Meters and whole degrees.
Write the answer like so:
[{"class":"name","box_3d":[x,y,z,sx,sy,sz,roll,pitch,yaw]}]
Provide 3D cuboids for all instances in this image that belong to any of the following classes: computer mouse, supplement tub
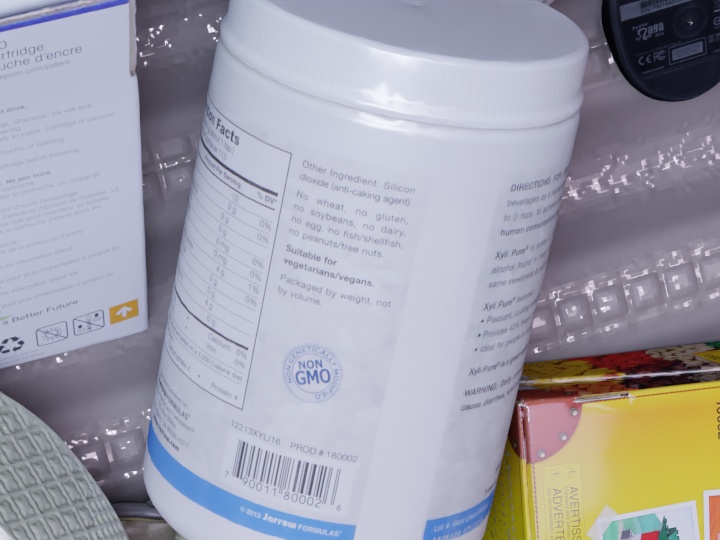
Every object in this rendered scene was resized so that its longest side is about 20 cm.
[{"class":"computer mouse","box_3d":[0.114,-0.151,0.983,0.058,0.034,0.201,-15,127,-12]},{"class":"supplement tub","box_3d":[0.000,0.000,0.930,0.131,0.132,0.201,7,110,-15]}]

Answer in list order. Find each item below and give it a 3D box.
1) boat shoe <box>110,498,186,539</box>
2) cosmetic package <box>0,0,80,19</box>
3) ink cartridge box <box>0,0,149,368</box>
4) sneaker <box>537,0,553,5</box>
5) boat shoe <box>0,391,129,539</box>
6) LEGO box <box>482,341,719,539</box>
[{"class":"boat shoe","box_3d":[-0.066,0.120,0.982,0.199,0.065,0.074,0,95,-15]},{"class":"cosmetic package","box_3d":[-0.085,-0.182,0.895,0.199,0.165,0.166,-13,99,-12]},{"class":"ink cartridge box","box_3d":[-0.171,-0.023,0.886,0.197,0.200,0.047,-14,55,-12]},{"class":"sneaker","box_3d":[0.051,-0.189,0.947,0.079,0.130,0.200,-5,97,-15]},{"class":"boat shoe","box_3d":[-0.156,0.072,0.892,0.200,0.075,0.062,36,119,-28]},{"class":"LEGO box","box_3d":[0.127,0.134,1.027,0.148,0.077,0.201,-5,97,-14]}]
